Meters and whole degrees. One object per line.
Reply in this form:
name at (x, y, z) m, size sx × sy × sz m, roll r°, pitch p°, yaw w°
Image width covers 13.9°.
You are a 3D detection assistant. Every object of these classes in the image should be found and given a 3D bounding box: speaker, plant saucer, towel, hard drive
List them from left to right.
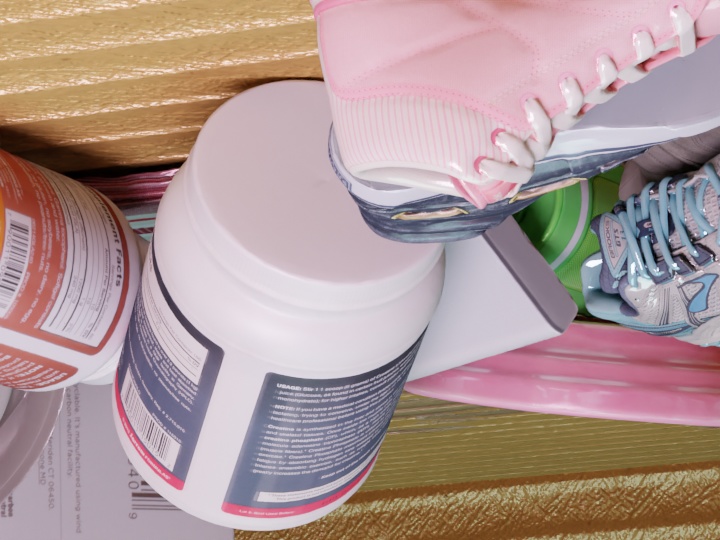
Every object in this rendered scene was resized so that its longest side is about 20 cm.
towel at (-0.099, -0.032, 1.642) m, size 0.144 × 0.023 × 0.200 m, roll -5°, pitch 171°, yaw 6°
hard drive at (0.000, 0.000, 1.503) m, size 0.200 × 0.132 × 0.027 m, roll -20°, pitch -155°, yaw 45°
speaker at (0.111, -0.024, 1.567) m, size 0.088 × 0.089 × 0.200 m, roll -8°, pitch 170°, yaw 24°
plant saucer at (0.124, 0.051, 1.624) m, size 0.200 × 0.051 × 0.201 m, roll 6°, pitch -179°, yaw 0°

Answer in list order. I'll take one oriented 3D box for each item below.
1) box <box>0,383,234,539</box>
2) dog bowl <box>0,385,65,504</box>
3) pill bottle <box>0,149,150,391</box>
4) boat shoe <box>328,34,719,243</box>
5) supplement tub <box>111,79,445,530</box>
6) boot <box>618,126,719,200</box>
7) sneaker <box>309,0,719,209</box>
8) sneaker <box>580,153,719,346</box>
box at (-0.207, 0.114, 1.944) m, size 0.200 × 0.200 × 0.171 m, roll 4°, pitch 169°, yaw -31°
dog bowl at (-0.258, 0.050, 1.582) m, size 0.200 × 0.201 × 0.059 m, roll 2°, pitch -166°, yaw -33°
pill bottle at (-0.181, -0.001, 1.472) m, size 0.112 × 0.113 × 0.200 m, roll -8°, pitch 164°, yaw 26°
boat shoe at (0.086, -0.068, 1.256) m, size 0.200 × 0.071 × 0.091 m, roll -15°, pitch 164°, yaw 2°
supplement tub at (-0.038, 0.019, 1.418) m, size 0.140 × 0.141 × 0.200 m, roll -1°, pitch 143°, yaw -17°
boot at (0.124, -0.073, 1.384) m, size 0.130 × 0.068 × 0.200 m, roll 4°, pitch 162°, yaw -15°
sneaker at (0.081, -0.077, 1.175) m, size 0.200 × 0.105 × 0.075 m, roll -5°, pitch 168°, yaw 7°
sneaker at (0.153, -0.009, 1.353) m, size 0.086 × 0.078 × 0.200 m, roll 3°, pitch 160°, yaw -9°
